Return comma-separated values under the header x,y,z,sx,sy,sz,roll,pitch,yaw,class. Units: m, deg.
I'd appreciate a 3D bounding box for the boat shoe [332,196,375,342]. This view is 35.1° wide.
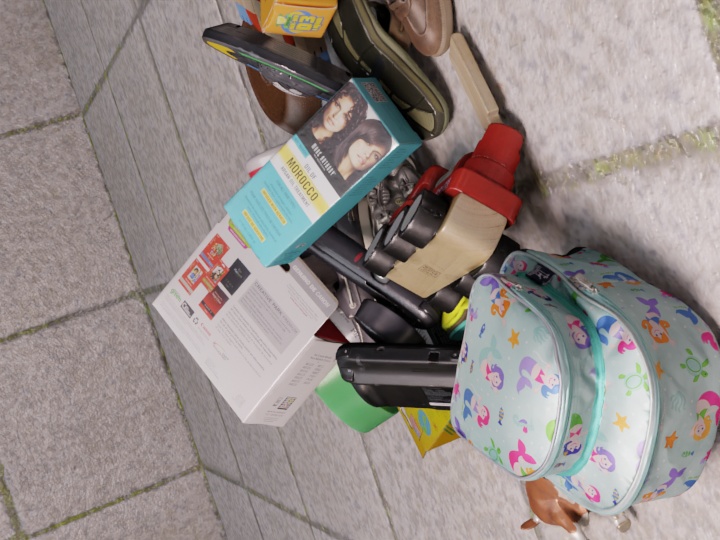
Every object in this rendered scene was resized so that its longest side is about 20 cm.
x,y,z,sx,sy,sz,roll,pitch,yaw,class
-0.006,0.017,1.274,0.073,0.063,0.201,-66,-30,-73,boat shoe

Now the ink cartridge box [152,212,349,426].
x,y,z,sx,sy,sz,roll,pitch,yaw,class
-0.112,0.045,1.297,0.200,0.176,0.084,48,-165,29,ink cartridge box

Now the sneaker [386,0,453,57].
x,y,z,sx,sy,sz,roll,pitch,yaw,class
0.021,-0.283,1.026,0.070,0.075,0.201,-11,97,71,sneaker

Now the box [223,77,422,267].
x,y,z,sx,sy,sz,roll,pitch,yaw,class
-0.040,-0.093,1.115,0.200,0.049,0.082,-41,77,28,box

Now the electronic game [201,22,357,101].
x,y,z,sx,sy,sz,roll,pitch,yaw,class
-0.071,-0.206,1.187,0.200,0.200,0.042,30,97,61,electronic game

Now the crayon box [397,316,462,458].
x,y,z,sx,sy,sz,roll,pitch,yaw,class
0.082,0.118,1.274,0.127,0.051,0.200,64,159,20,crayon box

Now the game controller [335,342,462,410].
x,y,z,sx,sy,sz,roll,pitch,yaw,class
0.075,0.106,1.121,0.104,0.199,0.042,49,-132,-52,game controller

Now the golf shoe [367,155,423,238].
x,y,z,sx,sy,sz,roll,pitch,yaw,class
0.047,-0.051,1.207,0.095,0.077,0.200,-95,1,-45,golf shoe

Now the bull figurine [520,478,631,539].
x,y,z,sx,sy,sz,roll,pitch,yaw,class
0.190,0.187,1.034,0.121,0.065,0.201,36,142,54,bull figurine

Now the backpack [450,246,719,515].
x,y,z,sx,sy,sz,roll,pitch,yaw,class
0.170,0.085,0.868,0.200,0.150,0.178,33,122,48,backpack

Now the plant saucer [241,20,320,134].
x,y,z,sx,sy,sz,roll,pitch,yaw,class
-0.109,-0.261,1.454,0.200,0.037,0.201,52,152,41,plant saucer

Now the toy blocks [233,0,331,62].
x,y,z,sx,sy,sz,roll,pitch,yaw,class
-0.088,-0.302,1.297,0.200,0.100,0.137,38,156,41,toy blocks

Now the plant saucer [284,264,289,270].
x,y,z,sx,sy,sz,roll,pitch,yaw,class
-0.083,-0.049,1.432,0.070,0.019,0.201,-1,-72,-79,plant saucer

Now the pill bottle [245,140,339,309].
x,y,z,sx,sy,sz,roll,pitch,yaw,class
-0.045,-0.058,1.340,0.201,0.119,0.120,68,161,-4,pill bottle

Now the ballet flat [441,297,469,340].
x,y,z,sx,sy,sz,roll,pitch,yaw,class
0.122,0.021,1.071,0.200,0.067,0.067,144,125,-71,ballet flat

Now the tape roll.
x,y,z,sx,sy,sz,roll,pitch,yaw,class
-0.027,0.103,1.404,0.201,0.048,0.201,52,-167,-17,tape roll

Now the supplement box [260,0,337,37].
x,y,z,sx,sy,sz,roll,pitch,yaw,class
-0.061,-0.332,1.115,0.067,0.069,0.201,138,135,-68,supplement box

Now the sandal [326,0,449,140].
x,y,z,sx,sy,sz,roll,pitch,yaw,class
0.027,-0.214,1.112,0.201,0.057,0.080,55,153,10,sandal

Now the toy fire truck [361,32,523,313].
x,y,z,sx,sy,sz,roll,pitch,yaw,class
0.085,-0.087,1.022,0.128,0.200,0.176,29,162,-7,toy fire truck

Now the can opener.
x,y,z,sx,sy,sz,roll,pitch,yaw,class
0.000,0.000,1.160,0.200,0.079,0.063,42,155,15,can opener
